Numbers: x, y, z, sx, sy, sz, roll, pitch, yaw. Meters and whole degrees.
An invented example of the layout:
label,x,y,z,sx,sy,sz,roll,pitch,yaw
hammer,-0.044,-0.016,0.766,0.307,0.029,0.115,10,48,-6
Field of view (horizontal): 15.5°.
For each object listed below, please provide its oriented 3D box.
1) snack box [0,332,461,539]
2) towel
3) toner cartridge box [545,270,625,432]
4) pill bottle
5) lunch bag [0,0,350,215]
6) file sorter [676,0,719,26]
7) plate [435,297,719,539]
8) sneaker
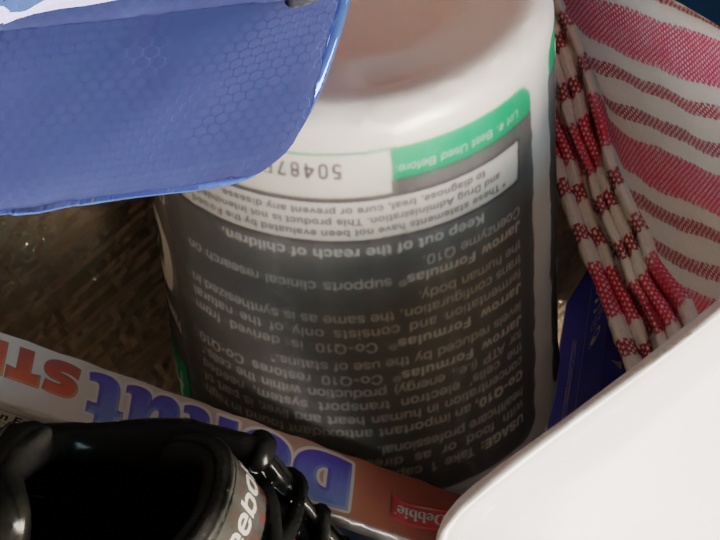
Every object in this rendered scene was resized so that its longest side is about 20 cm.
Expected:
label,x,y,z,sx,sy,sz,roll,pitch,yaw
snack box,-0.061,0.062,0.721,0.200,0.024,0.072,21,137,-17
towel,0.111,-0.011,0.797,0.030,0.200,0.146,-33,151,28
toner cartridge box,0.107,0.062,0.830,0.043,0.095,0.200,-60,-174,28
pill bottle,0.000,0.000,0.755,0.113,0.113,0.200,-27,136,-25
lunch bag,-0.085,-0.087,0.590,0.200,0.132,0.136,-10,128,-37
file sorter,0.159,-0.132,0.734,0.123,0.200,0.139,-41,141,-16
plate,0.129,0.073,0.698,0.199,0.032,0.200,-38,120,-13
sneaker,-0.027,0.090,0.674,0.200,0.071,0.098,21,140,-15
